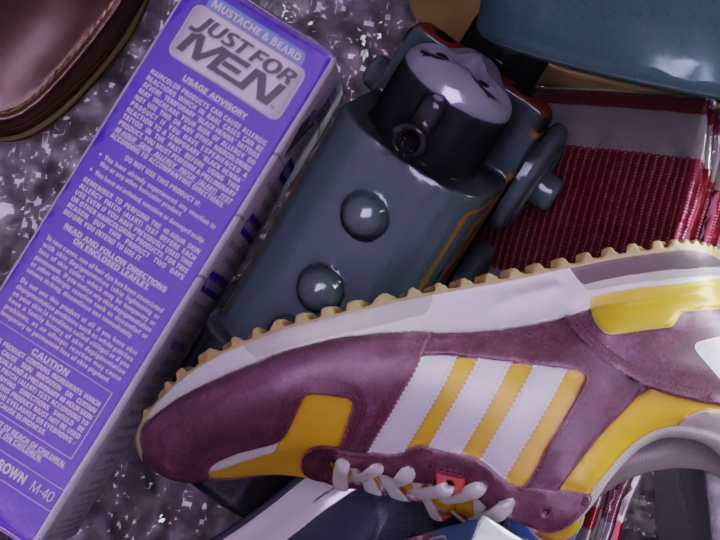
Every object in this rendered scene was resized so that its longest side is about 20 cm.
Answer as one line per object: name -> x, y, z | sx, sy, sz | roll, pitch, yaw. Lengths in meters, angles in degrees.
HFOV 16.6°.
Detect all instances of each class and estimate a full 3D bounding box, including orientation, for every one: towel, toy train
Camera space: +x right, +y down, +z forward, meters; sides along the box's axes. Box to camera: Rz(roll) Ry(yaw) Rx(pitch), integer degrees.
towel -> 0.066, 0.033, 0.886 | 0.023, 0.144, 0.201 | 18, 87, -28
toy train -> 0.000, 0.000, 0.873 | 0.085, 0.114, 0.201 | 36, 111, 7

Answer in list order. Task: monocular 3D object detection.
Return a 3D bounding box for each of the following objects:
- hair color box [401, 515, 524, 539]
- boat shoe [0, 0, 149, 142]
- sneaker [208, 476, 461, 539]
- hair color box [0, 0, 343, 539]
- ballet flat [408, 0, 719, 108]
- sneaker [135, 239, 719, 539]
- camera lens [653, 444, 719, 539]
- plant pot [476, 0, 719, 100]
hair color box -> 0.083, 0.171, 0.779 | 0.199, 0.060, 0.100 | 34, 62, -19
boat shoe -> -0.098, -0.141, 0.921 | 0.072, 0.068, 0.201 | 33, 88, 1
sneaker -> 0.000, 0.144, 0.821 | 0.202, 0.077, 0.147 | -32, 66, -9
hair color box -> -0.083, -0.002, 0.895 | 0.065, 0.109, 0.201 | 33, 87, 3
ballet flat -> 0.116, -0.095, 0.924 | 0.198, 0.063, 0.069 | 13, 87, 0
sneaker -> 0.030, 0.054, 0.782 | 0.199, 0.075, 0.091 | -14, 78, 1
camera lens -> 0.212, 0.086, 0.869 | 0.198, 0.160, 0.161 | -4, 88, -1
plant pot -> 0.118, -0.154, 0.796 | 0.198, 0.200, 0.189 | 11, 101, 0
